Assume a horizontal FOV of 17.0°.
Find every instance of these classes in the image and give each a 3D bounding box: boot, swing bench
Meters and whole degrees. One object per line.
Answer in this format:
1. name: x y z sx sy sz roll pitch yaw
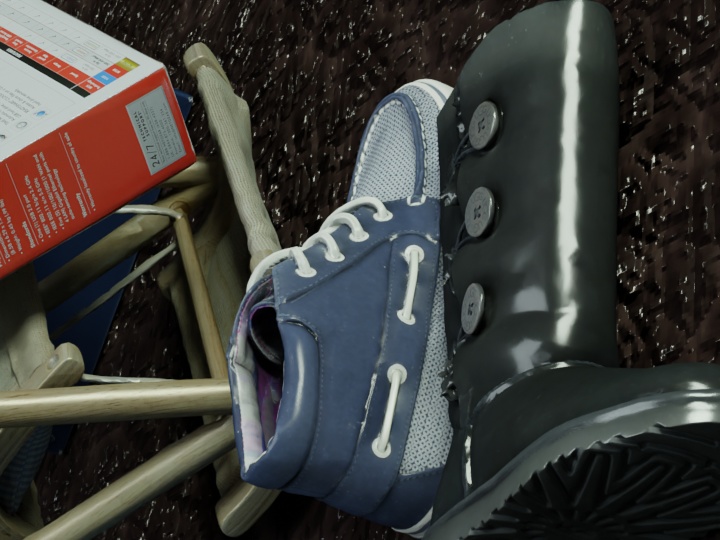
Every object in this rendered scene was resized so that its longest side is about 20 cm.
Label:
1. boot: 0.000 0.000 0.907 0.073 0.090 0.200 -43 38 42
2. boot: 0.077 -0.004 0.808 0.165 0.066 0.200 -34 41 47
3. swing bench: -0.121 0.025 1.034 0.199 0.200 0.130 -109 2 -57

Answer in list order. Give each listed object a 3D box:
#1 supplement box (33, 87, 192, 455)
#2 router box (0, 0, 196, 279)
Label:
1. supplement box: -0.212 -0.037 1.272 0.200 0.134 0.200 30 100 62
2. router box: -0.198 -0.053 1.020 0.179 0.049 0.200 -32 36 -22
